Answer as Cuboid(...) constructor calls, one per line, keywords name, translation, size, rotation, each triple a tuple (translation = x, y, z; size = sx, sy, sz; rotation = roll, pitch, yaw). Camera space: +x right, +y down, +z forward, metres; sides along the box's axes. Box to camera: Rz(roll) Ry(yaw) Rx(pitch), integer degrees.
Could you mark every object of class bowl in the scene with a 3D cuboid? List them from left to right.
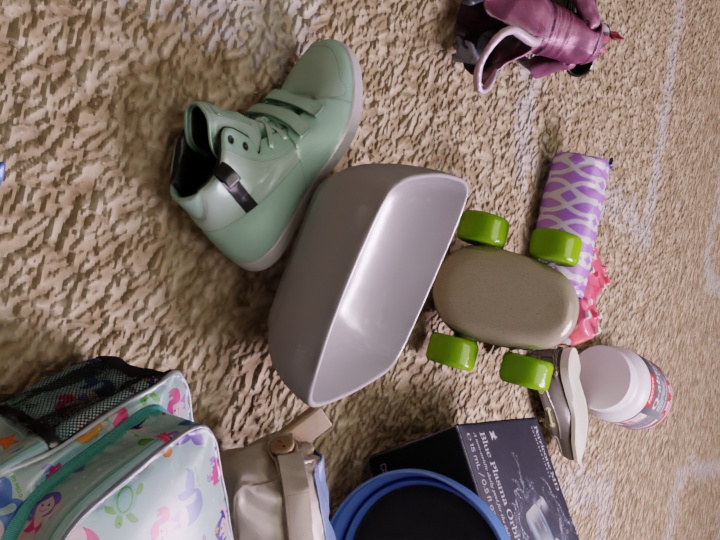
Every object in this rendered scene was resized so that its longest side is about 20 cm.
Cuboid(name="bowl", translation=(0.000, 0.000, 0.666), size=(0.199, 0.074, 0.202), rotation=(-13, 127, -66))
Cuboid(name="bowl", translation=(0.054, 0.284, 0.735), size=(0.039, 0.198, 0.204), rotation=(14, 85, -59))

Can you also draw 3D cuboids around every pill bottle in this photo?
Cuboid(name="pill bottle", translation=(0.405, 0.182, 1.254), size=(0.199, 0.115, 0.118), rotation=(23, 78, -52))

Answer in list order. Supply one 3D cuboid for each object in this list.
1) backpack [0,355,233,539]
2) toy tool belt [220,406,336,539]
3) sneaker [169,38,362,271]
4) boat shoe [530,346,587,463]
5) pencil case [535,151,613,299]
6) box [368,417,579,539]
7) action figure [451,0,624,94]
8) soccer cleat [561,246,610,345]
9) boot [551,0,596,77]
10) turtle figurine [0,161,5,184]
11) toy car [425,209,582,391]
Cuboid(name="backpack", translation=(-0.172, 0.164, 0.464), size=(0.199, 0.149, 0.180), rotation=(-24, 117, -43))
Cuboid(name="toy tool belt", translation=(-0.056, 0.216, 0.642), size=(0.122, 0.124, 0.203), rotation=(-25, 117, -39))
Cuboid(name="sneaker", translation=(-0.067, -0.112, 0.600), size=(0.118, 0.073, 0.203), rotation=(45, 63, -54))
Cuboid(name="boat shoe", translation=(0.284, 0.191, 1.142), size=(0.072, 0.060, 0.204), rotation=(-56, 139, -46))
Cuboid(name="pencil case", translation=(0.276, -0.059, 1.074), size=(0.086, 0.083, 0.203), rotation=(54, 50, -79))
Cuboid(name="box", translation=(0.130, 0.266, 0.836), size=(0.199, 0.117, 0.199), rotation=(11, 57, -55))
Cuboid(name="action figure", translation=(0.200, -0.260, 0.852), size=(0.197, 0.150, 0.135), rotation=(6, 128, -18))
Cuboid(name="soccer cleat", translation=(0.309, 0.032, 1.153), size=(0.067, 0.076, 0.201), rotation=(54, 35, -22))
Cuboid(name="boot", translation=(0.260, -0.340, 0.959), size=(0.131, 0.067, 0.203), rotation=(-80, 165, -70))
Cuboid(name="turtle figurine", translation=(-0.240, -0.072, 0.327), size=(0.200, 0.142, 0.196), rotation=(-36, 120, -48))
Cuboid(name="toy car", translation=(0.162, 0.038, 0.927), size=(0.200, 0.156, 0.167), rotation=(37, 68, -81))
